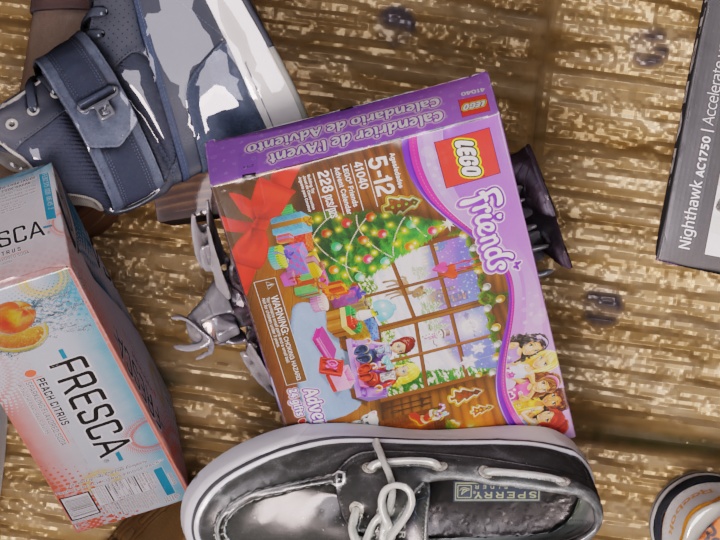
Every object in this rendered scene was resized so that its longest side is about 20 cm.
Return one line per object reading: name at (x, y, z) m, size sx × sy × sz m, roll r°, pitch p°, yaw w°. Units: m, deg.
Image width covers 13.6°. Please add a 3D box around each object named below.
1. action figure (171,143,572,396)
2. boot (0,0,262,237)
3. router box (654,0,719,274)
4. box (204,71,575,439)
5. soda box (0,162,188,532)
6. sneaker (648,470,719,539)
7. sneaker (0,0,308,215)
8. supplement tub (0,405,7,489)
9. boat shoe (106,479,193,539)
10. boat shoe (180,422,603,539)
action figure at (0.000, 0.000, 1.476) m, size 0.199 × 0.070 × 0.130 m, roll -21°, pitch 134°, yaw 3°
boot at (-0.143, -0.090, 1.502) m, size 0.199 × 0.070 × 0.147 m, roll -7°, pitch 85°, yaw 2°
router box at (0.235, -0.089, 1.485) m, size 0.148 × 0.051 × 0.201 m, roll 11°, pitch 92°, yaw 4°
box at (0.017, 0.011, 1.423) m, size 0.136 × 0.039 × 0.201 m, roll -15°, pitch 127°, yaw 2°
soda box at (-0.140, 0.040, 1.438) m, size 0.063 × 0.200 × 0.069 m, roll -17°, pitch 52°, yaw 3°
sneaker at (0.218, 0.185, 1.484) m, size 0.200 × 0.079 × 0.078 m, roll 44°, pitch 92°, yaw -1°
sneaker at (-0.132, -0.125, 1.433) m, size 0.146 × 0.077 × 0.203 m, roll -26°, pitch 84°, yaw -3°
supplement tub at (-0.280, 0.088, 1.469) m, size 0.199 × 0.144 × 0.145 m, roll 6°, pitch 92°, yaw 3°
boat shoe at (-0.109, 0.205, 1.511) m, size 0.072 × 0.072 × 0.201 m, roll 30°, pitch 76°, yaw -36°
boat shoe at (0.016, 0.117, 1.426) m, size 0.198 × 0.068 × 0.074 m, roll 1°, pitch 110°, yaw -8°
